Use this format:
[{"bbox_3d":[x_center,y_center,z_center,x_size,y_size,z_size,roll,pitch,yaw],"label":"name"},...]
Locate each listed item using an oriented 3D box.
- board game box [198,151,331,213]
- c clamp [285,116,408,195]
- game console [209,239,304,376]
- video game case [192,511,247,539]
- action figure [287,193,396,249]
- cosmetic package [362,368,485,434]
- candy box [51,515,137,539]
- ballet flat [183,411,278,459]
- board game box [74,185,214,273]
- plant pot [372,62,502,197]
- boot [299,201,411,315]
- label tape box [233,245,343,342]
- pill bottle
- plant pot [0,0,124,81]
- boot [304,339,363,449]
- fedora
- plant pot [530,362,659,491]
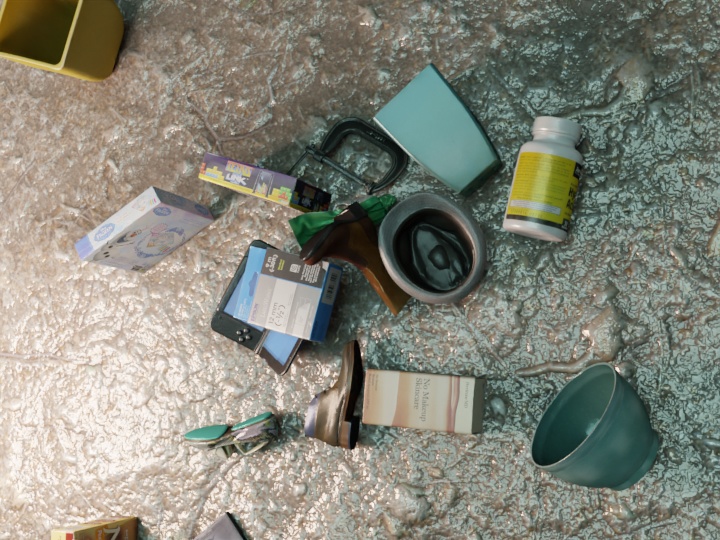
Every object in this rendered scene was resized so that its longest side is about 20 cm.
[{"bbox_3d":[-0.178,-0.160,1.697,0.200,0.165,0.057,18,90,21],"label":"board game box"},{"bbox_3d":[-0.017,-0.206,1.708,0.200,0.027,0.171,28,77,20],"label":"c clamp"},{"bbox_3d":[-0.172,0.066,1.687,0.171,0.118,0.200,28,93,-6],"label":"game console"},{"bbox_3d":[-0.251,0.586,1.716,0.143,0.019,0.200,-42,73,11],"label":"video game case"},{"bbox_3d":[-0.026,-0.095,1.678,0.200,0.118,0.055,-21,47,1],"label":"action figure"},{"bbox_3d":[0.113,0.230,1.585,0.200,0.087,0.104,1,83,20],"label":"cosmetic package"},{"bbox_3d":[-0.506,0.541,1.717,0.055,0.200,0.116,-2,83,21],"label":"candy box"},{"bbox_3d":[-0.246,0.325,1.721,0.200,0.072,0.072,-16,78,19],"label":"ballet flat"},{"bbox_3d":[-0.417,-0.075,1.757,0.199,0.200,0.043,-33,73,13],"label":"board game box"},{"bbox_3d":[0.152,-0.235,1.605,0.141,0.141,0.200,-42,79,11],"label":"plant pot"},{"bbox_3d":[0.000,0.000,1.580,0.068,0.188,0.200,-31,99,36],"label":"boot"},{"bbox_3d":[-0.146,0.038,1.635,0.200,0.066,0.143,13,87,23],"label":"label tape box"},{"bbox_3d":[0.318,-0.157,1.542,0.111,0.111,0.200,12,88,21],"label":"pill bottle"},{"bbox_3d":[-0.607,-0.497,1.877,0.195,0.200,0.194,17,90,22],"label":"plant pot"},{"bbox_3d":[-0.052,0.225,1.654,0.097,0.075,0.200,3,87,18],"label":"boot"},{"bbox_3d":[0.132,-0.035,1.601,0.177,0.090,0.200,-44,81,3],"label":"fedora"},{"bbox_3d":[0.388,0.268,1.439,0.134,0.200,0.200,37,98,-7],"label":"plant pot"}]
